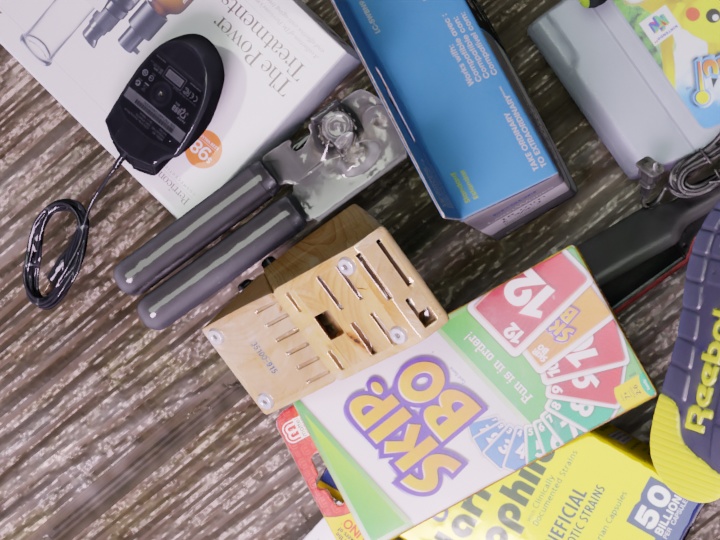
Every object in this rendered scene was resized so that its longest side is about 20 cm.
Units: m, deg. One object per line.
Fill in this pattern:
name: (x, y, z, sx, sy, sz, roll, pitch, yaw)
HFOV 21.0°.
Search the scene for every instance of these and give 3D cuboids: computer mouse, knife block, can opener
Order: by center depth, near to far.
knife block: (0.000, 0.000, 1.121, 0.200, 0.176, 0.064, -29, 102, 44)
can opener: (-0.056, -0.036, 1.191, 0.200, 0.067, 0.053, -36, 80, 0)
computer mouse: (-0.145, -0.059, 1.194, 0.059, 0.034, 0.200, 42, 105, 18)

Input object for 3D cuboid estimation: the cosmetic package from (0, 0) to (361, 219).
cosmetic package: (-0.123, -0.147, 1.228, 0.200, 0.052, 0.151, 44, 99, 10)

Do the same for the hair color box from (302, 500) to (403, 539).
hair color box: (0.030, 0.241, 1.176, 0.200, 0.061, 0.099, 44, 96, 9)

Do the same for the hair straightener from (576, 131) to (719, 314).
hair straightener: (0.194, -0.040, 1.143, 0.200, 0.077, 0.041, -31, 49, 10)

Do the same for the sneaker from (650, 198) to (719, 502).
sneaker: (0.222, 0.030, 1.063, 0.074, 0.082, 0.200, 28, 104, 46)

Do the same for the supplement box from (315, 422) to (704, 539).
supplement box: (0.093, 0.126, 1.142, 0.200, 0.110, 0.109, 28, 94, 12)

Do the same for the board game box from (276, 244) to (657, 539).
board game box: (0.055, 0.075, 1.084, 0.200, 0.030, 0.096, -30, 81, 9)

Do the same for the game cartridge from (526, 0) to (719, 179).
game cartridge: (0.217, -0.150, 1.165, 0.200, 0.040, 0.133, -36, 85, 9)

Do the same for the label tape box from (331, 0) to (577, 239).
label tape box: (0.059, -0.099, 1.111, 0.063, 0.200, 0.144, -28, 83, 9)

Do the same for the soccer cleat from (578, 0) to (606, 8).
soccer cleat: (0.150, -0.253, 1.155, 0.081, 0.068, 0.200, -2, 74, 6)
